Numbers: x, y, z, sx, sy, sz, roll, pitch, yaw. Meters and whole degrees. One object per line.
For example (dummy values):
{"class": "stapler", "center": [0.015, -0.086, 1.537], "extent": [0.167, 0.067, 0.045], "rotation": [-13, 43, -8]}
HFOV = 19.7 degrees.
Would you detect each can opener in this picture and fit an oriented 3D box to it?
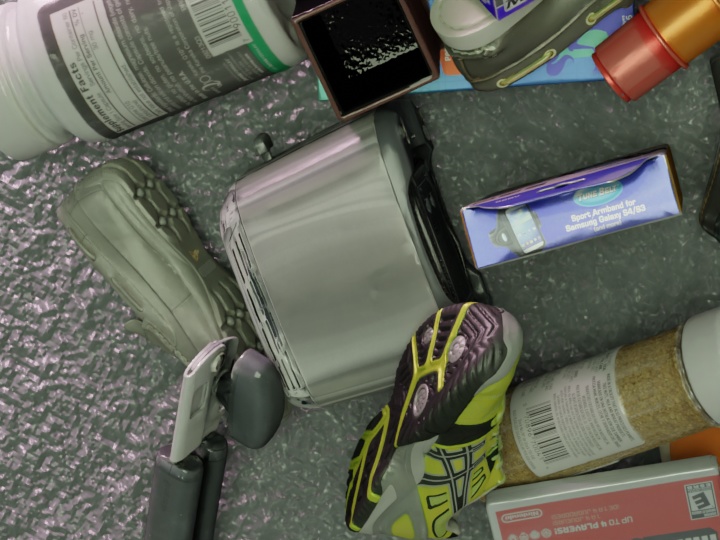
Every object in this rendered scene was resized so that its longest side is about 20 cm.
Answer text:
{"class": "can opener", "center": [-0.093, 0.129, 1.291], "extent": [0.067, 0.053, 0.201], "rotation": [27, 127, 21]}

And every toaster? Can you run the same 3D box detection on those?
{"class": "toaster", "center": [0.000, 0.000, 1.276], "extent": [0.129, 0.114, 0.201], "rotation": [-19, 100, 14]}

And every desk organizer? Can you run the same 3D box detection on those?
{"class": "desk organizer", "center": [-0.022, -0.194, 1.200], "extent": [0.071, 0.077, 0.201], "rotation": [-23, 108, 10]}

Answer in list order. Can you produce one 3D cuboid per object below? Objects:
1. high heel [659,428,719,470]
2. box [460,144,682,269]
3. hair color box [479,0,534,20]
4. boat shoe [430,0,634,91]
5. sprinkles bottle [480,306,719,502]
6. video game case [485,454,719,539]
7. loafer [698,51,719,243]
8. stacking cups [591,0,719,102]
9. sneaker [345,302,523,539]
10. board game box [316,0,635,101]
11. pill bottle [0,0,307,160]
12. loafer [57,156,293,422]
{"class": "high heel", "center": [0.245, 0.045, 1.284], "extent": [0.067, 0.096, 0.201], "rotation": [25, 120, 19]}
{"class": "box", "center": [0.126, -0.038, 1.205], "extent": [0.119, 0.200, 0.042], "rotation": [-15, 94, 11]}
{"class": "hair color box", "center": [0.069, -0.244, 1.195], "extent": [0.109, 0.065, 0.200], "rotation": [-30, 51, -8]}
{"class": "boat shoe", "center": [0.135, -0.180, 1.214], "extent": [0.201, 0.072, 0.060], "rotation": [-35, 133, -3]}
{"class": "sprinkles bottle", "center": [0.149, 0.082, 1.250], "extent": [0.200, 0.068, 0.068], "rotation": [-23, 93, 33]}
{"class": "video game case", "center": [0.167, 0.212, 1.286], "extent": [0.142, 0.017, 0.201], "rotation": [-10, 116, 9]}
{"class": "loafer", "center": [0.245, -0.113, 1.252], "extent": [0.072, 0.073, 0.201], "rotation": [24, 93, 32]}
{"class": "stacking cups", "center": [0.226, -0.171, 1.205], "extent": [0.200, 0.060, 0.061], "rotation": [-38, 90, 20]}
{"class": "sneaker", "center": [0.056, 0.089, 1.218], "extent": [0.076, 0.076, 0.200], "rotation": [14, 139, -15]}
{"class": "board game box", "center": [0.068, -0.187, 1.276], "extent": [0.199, 0.045, 0.153], "rotation": [-4, 96, 9]}
{"class": "pill bottle", "center": [-0.140, -0.146, 1.275], "extent": [0.199, 0.113, 0.114], "rotation": [-20, 93, 15]}
{"class": "loafer", "center": [-0.117, 0.021, 1.321], "extent": [0.070, 0.070, 0.200], "rotation": [-35, 90, 26]}
